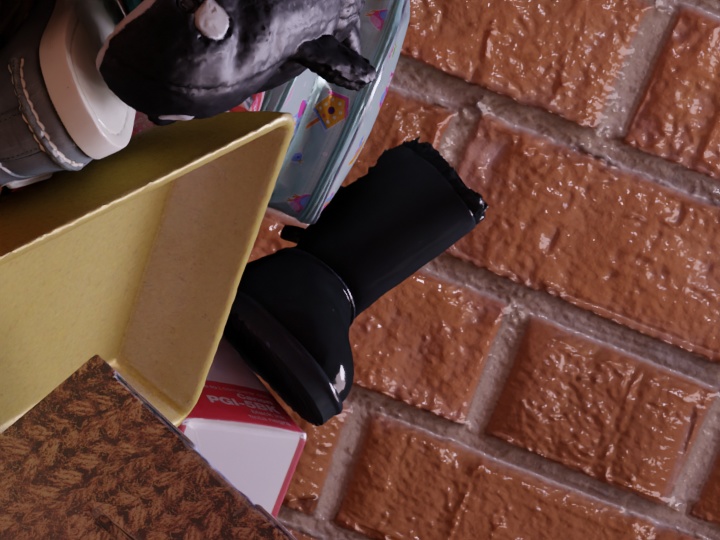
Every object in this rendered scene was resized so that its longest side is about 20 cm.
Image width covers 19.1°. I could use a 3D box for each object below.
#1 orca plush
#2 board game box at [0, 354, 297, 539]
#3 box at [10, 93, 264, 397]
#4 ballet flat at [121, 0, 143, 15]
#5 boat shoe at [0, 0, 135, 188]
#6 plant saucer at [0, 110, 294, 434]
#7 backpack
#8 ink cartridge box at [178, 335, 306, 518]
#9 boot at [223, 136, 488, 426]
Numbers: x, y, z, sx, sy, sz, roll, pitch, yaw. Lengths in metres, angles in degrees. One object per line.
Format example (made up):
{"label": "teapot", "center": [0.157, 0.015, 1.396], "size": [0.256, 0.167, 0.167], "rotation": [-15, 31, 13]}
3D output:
{"label": "orca plush", "center": [-0.027, -0.086, 0.868], "size": [0.105, 0.071, 0.200], "rotation": [-55, 168, 13]}
{"label": "board game box", "center": [-0.088, 0.160, 0.933], "size": [0.097, 0.159, 0.200], "rotation": [-41, 158, -21]}
{"label": "box", "center": [-0.126, -0.009, 1.051], "size": [0.100, 0.095, 0.200], "rotation": [-73, -176, -72]}
{"label": "ballet flat", "center": [-0.074, -0.142, 0.845], "size": [0.200, 0.067, 0.068], "rotation": [78, -11, -77]}
{"label": "boat shoe", "center": [-0.127, -0.081, 0.881], "size": [0.062, 0.073, 0.200], "rotation": [-26, -164, 7]}
{"label": "plant saucer", "center": [-0.132, 0.025, 0.903], "size": [0.200, 0.048, 0.200], "rotation": [-30, 153, -43]}
{"label": "backpack", "center": [-0.064, -0.109, 1.207], "size": [0.176, 0.153, 0.200], "rotation": [-62, 178, 33]}
{"label": "ink cartridge box", "center": [-0.126, 0.101, 1.219], "size": [0.200, 0.083, 0.147], "rotation": [47, -59, 52]}
{"label": "boot", "center": [0.001, 0.001, 1.212], "size": [0.162, 0.073, 0.198], "rotation": [-34, -160, -9]}
